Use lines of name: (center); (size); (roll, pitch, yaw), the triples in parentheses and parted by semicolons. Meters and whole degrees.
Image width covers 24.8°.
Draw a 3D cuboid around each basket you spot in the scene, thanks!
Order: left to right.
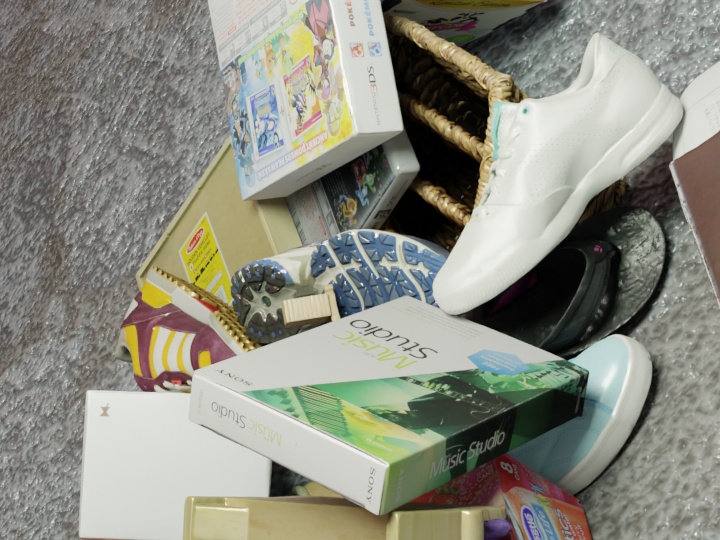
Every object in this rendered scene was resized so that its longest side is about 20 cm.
basket: (0.061, -0.072, 1.166); (0.143, 0.149, 0.200); (-52, 35, 4)

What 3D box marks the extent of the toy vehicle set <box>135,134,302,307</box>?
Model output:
toy vehicle set: (-0.118, -0.002, 1.339); (0.200, 0.026, 0.124); (-50, 52, 42)

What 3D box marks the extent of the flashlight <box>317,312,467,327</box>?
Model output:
flashlight: (0.025, 0.053, 1.184); (0.068, 0.068, 0.200); (-55, 28, -15)

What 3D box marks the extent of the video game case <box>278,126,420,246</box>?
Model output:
video game case: (-0.029, -0.107, 1.237); (0.182, 0.023, 0.200); (-55, 48, 51)

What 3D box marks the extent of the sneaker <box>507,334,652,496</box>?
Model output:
sneaker: (0.095, 0.108, 1.031); (0.200, 0.082, 0.074); (-47, 36, 12)

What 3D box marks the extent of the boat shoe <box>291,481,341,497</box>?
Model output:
boat shoe: (-0.013, 0.166, 1.118); (0.200, 0.076, 0.072); (-53, 34, 3)

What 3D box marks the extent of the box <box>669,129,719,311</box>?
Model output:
box: (0.296, -0.016, 0.819); (0.200, 0.166, 0.164); (-35, 40, 25)

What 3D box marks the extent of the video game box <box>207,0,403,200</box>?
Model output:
video game box: (-0.046, -0.161, 1.186); (0.200, 0.047, 0.183); (-22, 74, 61)

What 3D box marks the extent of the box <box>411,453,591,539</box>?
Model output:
box: (0.042, 0.209, 0.999); (0.200, 0.095, 0.103); (-36, 38, 25)

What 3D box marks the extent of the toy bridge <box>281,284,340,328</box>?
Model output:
toy bridge: (-0.005, 0.107, 1.086); (0.027, 0.067, 0.200); (106, 155, -80)

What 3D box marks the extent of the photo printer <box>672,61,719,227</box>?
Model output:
photo printer: (0.280, -0.087, 0.983); (0.200, 0.069, 0.167); (-36, 37, 26)

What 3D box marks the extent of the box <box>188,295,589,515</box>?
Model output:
box: (0.020, 0.072, 0.954); (0.144, 0.200, 0.036); (21, 116, 34)

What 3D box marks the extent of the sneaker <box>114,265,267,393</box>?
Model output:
sneaker: (-0.119, 0.072, 1.245); (0.200, 0.075, 0.090); (34, 97, 52)

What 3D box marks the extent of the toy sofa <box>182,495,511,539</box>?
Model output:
toy sofa: (-0.010, 0.175, 0.948); (0.200, 0.097, 0.083); (-5, 81, 47)

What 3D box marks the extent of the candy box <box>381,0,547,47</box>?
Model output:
candy box: (0.031, -0.207, 1.290); (0.200, 0.136, 0.061); (-23, 74, 55)

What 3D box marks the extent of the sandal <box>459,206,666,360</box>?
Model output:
sandal: (0.116, 0.027, 1.057); (0.200, 0.048, 0.075); (-36, 66, -5)

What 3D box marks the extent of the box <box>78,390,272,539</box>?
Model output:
box: (-0.132, 0.139, 1.150); (0.200, 0.124, 0.098); (138, 135, -79)

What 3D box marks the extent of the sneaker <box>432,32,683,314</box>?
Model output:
sneaker: (0.105, -0.063, 1.036); (0.200, 0.088, 0.075); (-45, 10, -3)

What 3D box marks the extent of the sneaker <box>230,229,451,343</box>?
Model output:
sneaker: (0.000, 0.000, 1.148); (0.200, 0.077, 0.085); (-4, 17, 43)
